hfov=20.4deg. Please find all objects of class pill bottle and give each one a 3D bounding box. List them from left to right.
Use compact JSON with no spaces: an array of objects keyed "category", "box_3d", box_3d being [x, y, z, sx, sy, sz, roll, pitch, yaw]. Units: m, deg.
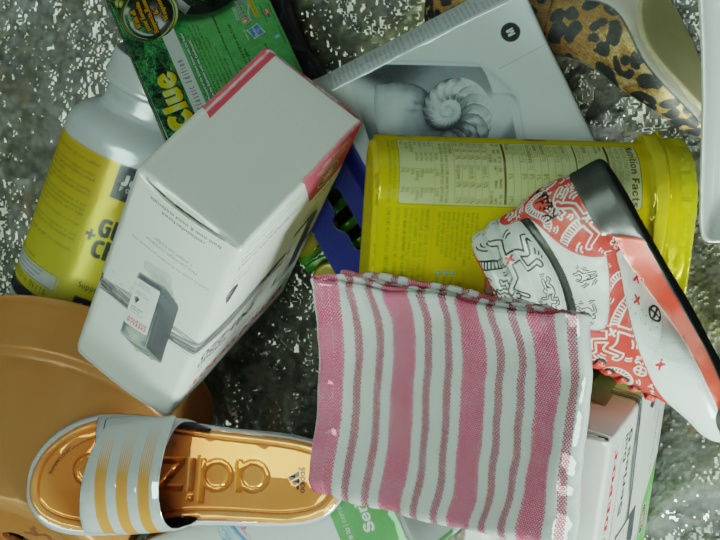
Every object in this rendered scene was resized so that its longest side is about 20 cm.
[{"category":"pill bottle","box_3d":[-0.167,-0.053,1.412,0.112,0.112,0.201,25,105,14]}]

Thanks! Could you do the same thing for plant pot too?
[{"category":"plant pot","box_3d":[-0.217,0.129,1.387,0.199,0.200,0.140,6,56,18]}]

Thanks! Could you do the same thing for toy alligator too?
[{"category":"toy alligator","box_3d":[0.000,0.000,1.390,0.054,0.059,0.200,-35,97,18]}]

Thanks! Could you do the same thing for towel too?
[{"category":"towel","box_3d":[0.048,0.083,1.186,0.199,0.030,0.147,10,104,39]}]

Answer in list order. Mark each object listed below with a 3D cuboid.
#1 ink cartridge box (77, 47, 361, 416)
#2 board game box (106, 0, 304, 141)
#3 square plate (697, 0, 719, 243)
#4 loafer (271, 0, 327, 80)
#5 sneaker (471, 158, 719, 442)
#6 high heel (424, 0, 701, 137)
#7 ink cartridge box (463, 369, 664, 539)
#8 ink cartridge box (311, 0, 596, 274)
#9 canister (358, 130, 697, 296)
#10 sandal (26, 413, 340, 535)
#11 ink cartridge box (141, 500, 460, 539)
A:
[{"category":"ink cartridge box","box_3d":[-0.093,-0.021,1.276,0.085,0.146,0.200,37,142,6]},{"category":"board game box","box_3d":[-0.115,-0.179,1.354,0.104,0.023,0.201,-21,67,-7]},{"category":"square plate","box_3d":[0.300,-0.122,1.247,0.199,0.028,0.199,-3,97,-12]},{"category":"loafer","box_3d":[-0.069,-0.158,1.391,0.072,0.063,0.200,-27,71,-3]},{"category":"sneaker","box_3d":[0.146,0.038,1.213,0.108,0.067,0.202,-28,110,12]},{"category":"high heel","box_3d":[0.138,-0.145,1.336,0.200,0.071,0.142,50,132,-6]},{"category":"ink cartridge box","box_3d":[0.133,0.138,1.284,0.084,0.200,0.146,11,106,17]},{"category":"ink cartridge box","box_3d":[0.057,-0.060,1.313,0.199,0.041,0.200,-27,113,8]},{"category":"canister","box_3d":[0.102,-0.014,1.268,0.199,0.087,0.149,2,115,-5]},{"category":"sandal","box_3d":[-0.114,0.127,1.273,0.206,0.059,0.080,-1,80,3]},{"category":"ink cartridge box","box_3d":[-0.039,0.181,1.383,0.199,0.145,0.088,-25,88,20]}]
